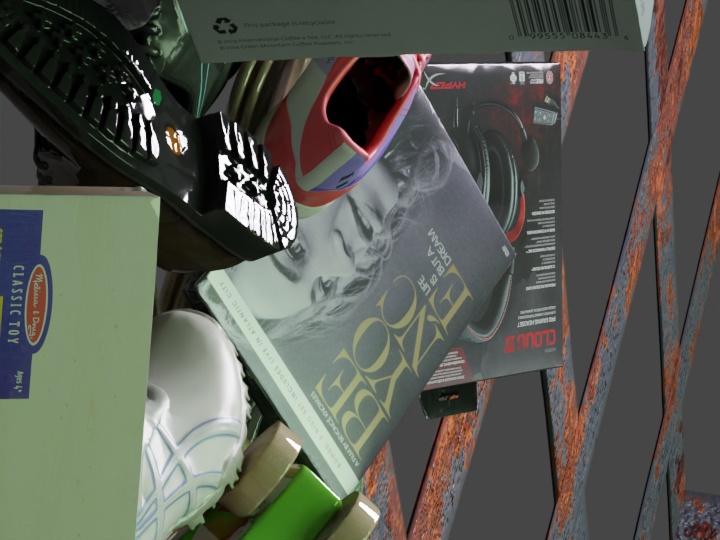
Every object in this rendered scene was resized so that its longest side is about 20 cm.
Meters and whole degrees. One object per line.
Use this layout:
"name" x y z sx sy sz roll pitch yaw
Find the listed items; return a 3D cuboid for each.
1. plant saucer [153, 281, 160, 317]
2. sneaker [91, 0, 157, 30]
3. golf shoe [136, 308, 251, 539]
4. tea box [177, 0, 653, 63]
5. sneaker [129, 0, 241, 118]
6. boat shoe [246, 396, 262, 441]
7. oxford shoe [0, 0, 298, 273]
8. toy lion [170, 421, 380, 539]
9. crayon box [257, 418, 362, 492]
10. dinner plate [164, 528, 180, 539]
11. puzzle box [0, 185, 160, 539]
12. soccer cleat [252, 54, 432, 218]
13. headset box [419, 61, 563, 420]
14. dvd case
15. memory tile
"plant saucer" -0.141 0.077 1.183 0.200 0.036 0.202 7 90 -76
"sneaker" -0.115 -0.195 1.075 0.200 0.075 0.115 70 34 -54
"golf shoe" -0.105 0.079 1.118 0.098 0.078 0.201 73 27 -44
"tea box" 0.025 -0.203 1.081 0.134 0.198 0.198 71 24 -51
"sneaker" -0.094 -0.132 1.189 0.201 0.075 0.080 76 28 -52
"boat shoe" -0.045 0.031 1.404 0.072 0.060 0.202 -64 172 -65
"oxford shoe" -0.117 -0.054 1.110 0.200 0.084 0.073 44 35 -38
"toy lion" -0.086 0.164 1.208 0.192 0.069 0.200 -50 -172 -11
"crayon box" -0.037 0.111 1.558 0.126 0.051 0.202 -45 139 -67
"dinner plate" -0.110 0.230 1.394 0.200 0.024 0.202 7 90 -76
"puzzle box" -0.148 0.065 1.007 0.025 0.132 0.202 20 -73 60
"soccer cleat" 0.012 -0.111 1.295 0.068 0.073 0.201 43 52 -18
"headset box" 0.047 -0.018 1.465 0.148 0.075 0.202 -5 96 -52
"dvd case" 0.000 0.000 1.331 0.200 0.016 0.149 -53 124 -35
"memory tile" -0.062 -0.052 1.347 0.200 0.017 0.154 -45 156 -80
